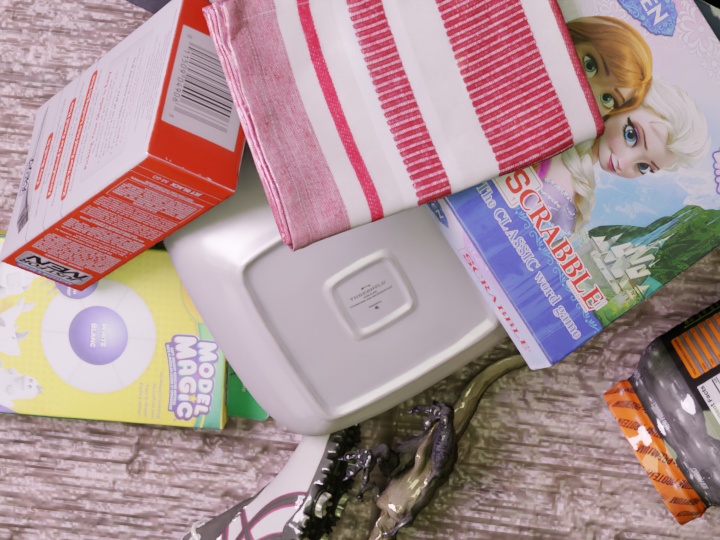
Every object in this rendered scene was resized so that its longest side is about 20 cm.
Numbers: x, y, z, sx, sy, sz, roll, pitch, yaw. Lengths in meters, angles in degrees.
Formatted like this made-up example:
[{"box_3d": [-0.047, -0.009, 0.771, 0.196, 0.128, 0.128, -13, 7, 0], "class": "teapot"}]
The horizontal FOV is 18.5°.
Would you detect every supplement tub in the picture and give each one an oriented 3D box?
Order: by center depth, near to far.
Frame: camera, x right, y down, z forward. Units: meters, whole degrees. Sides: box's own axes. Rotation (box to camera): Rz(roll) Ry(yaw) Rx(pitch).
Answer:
[{"box_3d": [0.259, 0.066, 1.362, 0.200, 0.123, 0.123, -31, 95, 7], "class": "supplement tub"}]

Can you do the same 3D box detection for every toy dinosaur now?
[{"box_3d": [0.041, 0.116, 1.404, 0.047, 0.088, 0.200, 40, 96, 31], "class": "toy dinosaur"}]

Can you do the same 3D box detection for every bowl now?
[{"box_3d": [0.000, 0.000, 1.338, 0.200, 0.075, 0.200, -29, 118, -1], "class": "bowl"}]

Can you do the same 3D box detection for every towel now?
[{"box_3d": [0.027, -0.110, 1.228, 0.200, 0.023, 0.144, -20, 90, -16], "class": "towel"}]

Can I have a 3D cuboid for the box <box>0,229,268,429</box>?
[{"box_3d": [-0.155, 0.039, 1.417, 0.200, 0.048, 0.118, 4, 97, 1], "class": "box"}]

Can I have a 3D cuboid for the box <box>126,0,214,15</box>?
[{"box_3d": [-0.073, -0.209, 1.302, 0.200, 0.106, 0.122, 23, 117, -28], "class": "box"}]

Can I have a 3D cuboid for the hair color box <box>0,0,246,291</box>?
[{"box_3d": [-0.136, -0.072, 1.307, 0.064, 0.200, 0.111, 24, 62, -27], "class": "hair color box"}]

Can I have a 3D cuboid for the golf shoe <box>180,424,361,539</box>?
[{"box_3d": [-0.069, 0.172, 1.416, 0.088, 0.077, 0.200, 28, 90, 16], "class": "golf shoe"}]

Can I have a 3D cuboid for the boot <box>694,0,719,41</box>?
[{"box_3d": [0.258, -0.106, 1.349, 0.200, 0.075, 0.097, 21, 125, 3], "class": "boot"}]

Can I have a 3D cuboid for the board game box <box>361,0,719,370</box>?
[{"box_3d": [0.128, -0.079, 1.284, 0.199, 0.041, 0.200, -35, 94, -16], "class": "board game box"}]
